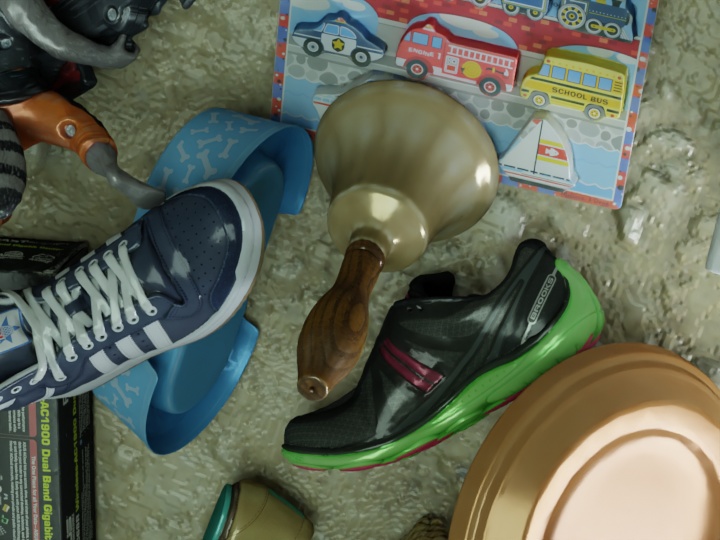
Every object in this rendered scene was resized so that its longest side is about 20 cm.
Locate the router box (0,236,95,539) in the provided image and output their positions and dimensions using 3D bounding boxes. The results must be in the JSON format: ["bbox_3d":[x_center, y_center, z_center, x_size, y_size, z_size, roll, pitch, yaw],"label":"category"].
[{"bbox_3d":[-0.232,0.078,1.586,0.149,0.062,0.201,5,109,13],"label":"router box"}]

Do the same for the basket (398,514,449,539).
[{"bbox_3d":[0.014,0.261,1.523,0.200,0.149,0.143,-41,98,7],"label":"basket"}]

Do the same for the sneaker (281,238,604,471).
[{"bbox_3d":[0.039,0.048,1.516,0.199,0.077,0.084,-31,82,17],"label":"sneaker"}]

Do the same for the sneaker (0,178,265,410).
[{"bbox_3d":[-0.142,0.018,1.413,0.200,0.108,0.070,-34,73,38],"label":"sneaker"}]

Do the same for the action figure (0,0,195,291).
[{"bbox_3d":[-0.167,-0.109,1.463,0.200,0.104,0.194,-36,60,27],"label":"action figure"}]

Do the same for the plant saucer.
[{"bbox_3d":[0.134,0.139,1.463,0.037,0.199,0.202,23,120,51],"label":"plant saucer"}]

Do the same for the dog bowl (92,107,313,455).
[{"bbox_3d":[-0.090,0.002,1.506,0.049,0.111,0.201,27,113,20],"label":"dog bowl"}]

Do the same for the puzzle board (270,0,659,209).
[{"bbox_3d":[0.051,-0.113,1.457,0.199,0.017,0.151,14,128,9],"label":"puzzle board"}]

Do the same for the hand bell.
[{"bbox_3d":[0.000,0.000,1.419,0.103,0.200,0.105,9,129,11],"label":"hand bell"}]

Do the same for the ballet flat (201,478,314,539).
[{"bbox_3d":[-0.087,0.213,1.598,0.063,0.069,0.201,23,114,-12],"label":"ballet flat"}]

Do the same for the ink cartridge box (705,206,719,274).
[{"bbox_3d":[0.269,-0.095,1.364,0.146,0.146,0.201,15,111,9],"label":"ink cartridge box"}]
